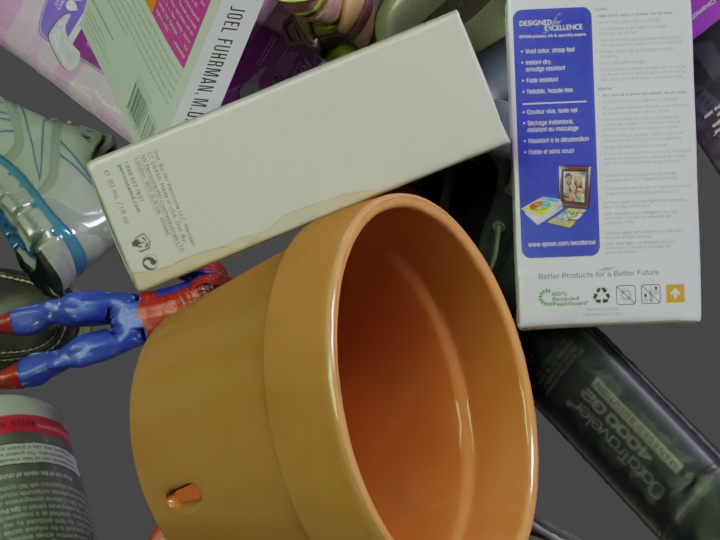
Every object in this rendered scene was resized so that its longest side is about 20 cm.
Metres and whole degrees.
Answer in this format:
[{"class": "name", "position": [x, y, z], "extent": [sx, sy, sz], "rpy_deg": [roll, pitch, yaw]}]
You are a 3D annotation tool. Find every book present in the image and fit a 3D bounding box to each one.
[{"class": "book", "position": [-0.089, -0.168, 1.410], "extent": [0.200, 0.048, 0.134], "rpy_deg": [-64, 36, 34]}]

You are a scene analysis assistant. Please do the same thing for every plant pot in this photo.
[{"class": "plant pot", "position": [-0.019, 0.073, 1.311], "extent": [0.140, 0.200, 0.201], "rpy_deg": [-12, 70, 29]}]

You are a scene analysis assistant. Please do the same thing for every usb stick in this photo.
[{"class": "usb stick", "position": [0.146, 0.091, 1.365], "extent": [0.056, 0.033, 0.200], "rpy_deg": [-52, 58, 15]}]

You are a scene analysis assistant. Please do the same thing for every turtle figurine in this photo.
[{"class": "turtle figurine", "position": [-0.012, -0.157, 1.456], "extent": [0.064, 0.161, 0.201], "rpy_deg": [9, 71, 18]}]

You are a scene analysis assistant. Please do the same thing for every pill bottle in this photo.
[{"class": "pill bottle", "position": [-0.195, 0.180, 1.487], "extent": [0.111, 0.111, 0.200], "rpy_deg": [-29, 63, 20]}]

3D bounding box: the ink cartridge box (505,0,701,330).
[{"class": "ink cartridge box", "position": [0.123, -0.071, 1.366], "extent": [0.094, 0.037, 0.201], "rpy_deg": [-2, 95, 4]}]

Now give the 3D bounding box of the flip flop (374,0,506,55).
[{"class": "flip flop", "position": [0.092, -0.164, 1.387], "extent": [0.200, 0.081, 0.058], "rpy_deg": [-36, 28, 16]}]

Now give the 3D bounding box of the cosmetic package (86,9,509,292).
[{"class": "cosmetic package", "position": [-0.029, -0.062, 1.350], "extent": [0.199, 0.104, 0.073], "rpy_deg": [-21, 94, 5]}]

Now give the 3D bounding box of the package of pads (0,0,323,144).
[{"class": "package of pads", "position": [-0.124, -0.142, 1.561], "extent": [0.200, 0.076, 0.121], "rpy_deg": [36, 98, 32]}]

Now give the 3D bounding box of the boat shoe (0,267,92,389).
[{"class": "boat shoe", "position": [-0.254, 0.028, 1.592], "extent": [0.199, 0.065, 0.073], "rpy_deg": [0, 74, 29]}]

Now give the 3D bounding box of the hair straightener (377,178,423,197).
[{"class": "hair straightener", "position": [0.000, 0.000, 1.445], "extent": [0.077, 0.041, 0.201], "rpy_deg": [-132, 49, -74]}]

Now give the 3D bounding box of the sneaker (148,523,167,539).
[{"class": "sneaker", "position": [-0.049, 0.212, 1.383], "extent": [0.115, 0.200, 0.078], "rpy_deg": [11, 38, 22]}]

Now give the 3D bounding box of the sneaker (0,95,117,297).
[{"class": "sneaker", "position": [-0.192, -0.065, 1.593], "extent": [0.086, 0.075, 0.200], "rpy_deg": [-28, 51, -17]}]

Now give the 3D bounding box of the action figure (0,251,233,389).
[{"class": "action figure", "position": [-0.139, 0.024, 1.483], "extent": [0.199, 0.099, 0.065], "rpy_deg": [-11, 75, -2]}]

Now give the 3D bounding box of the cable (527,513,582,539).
[{"class": "cable", "position": [0.068, 0.131, 1.370], "extent": [0.097, 0.050, 0.200], "rpy_deg": [-29, 78, 19]}]

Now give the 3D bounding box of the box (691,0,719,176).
[{"class": "box", "position": [0.241, -0.089, 1.361], "extent": [0.143, 0.036, 0.200], "rpy_deg": [-38, 60, 17]}]

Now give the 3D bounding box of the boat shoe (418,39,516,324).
[{"class": "boat shoe", "position": [0.065, -0.063, 1.437], "extent": [0.073, 0.062, 0.201], "rpy_deg": [-3, 73, 32]}]
